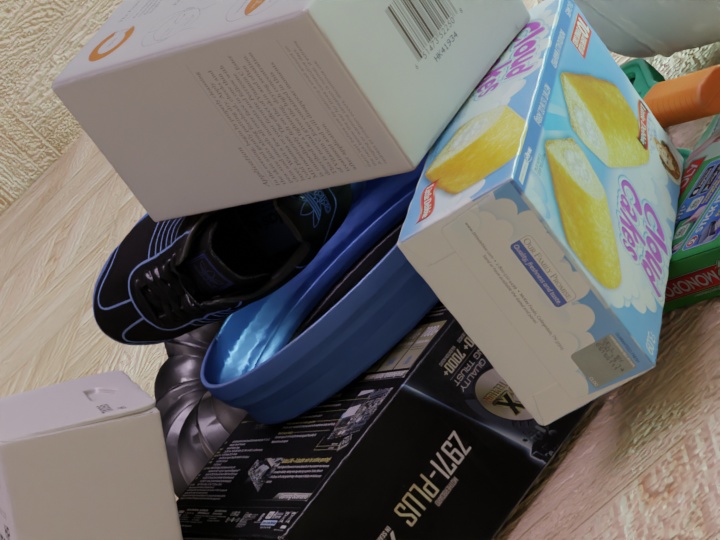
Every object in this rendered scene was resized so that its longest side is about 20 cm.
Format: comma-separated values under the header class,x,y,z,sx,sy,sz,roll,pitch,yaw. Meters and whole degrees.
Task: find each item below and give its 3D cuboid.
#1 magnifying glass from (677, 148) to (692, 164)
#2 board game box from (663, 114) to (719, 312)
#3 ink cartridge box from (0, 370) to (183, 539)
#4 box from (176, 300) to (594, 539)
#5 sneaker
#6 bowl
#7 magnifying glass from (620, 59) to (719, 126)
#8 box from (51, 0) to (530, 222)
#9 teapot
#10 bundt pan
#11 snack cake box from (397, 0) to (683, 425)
class,x,y,z,sx,sy,sz,roll,pitch,yaw
magnifying glass,0.156,-0.053,1.274,0.080,0.022,0.200,-42,14,19
board game box,0.213,-0.068,1.134,0.200,0.029,0.134,-54,15,-27
ink cartridge box,-0.133,0.162,1.151,0.084,0.201,0.145,-11,7,-14
box,0.002,0.101,1.166,0.164,0.086,0.200,-51,14,-19
sneaker,-0.085,-0.006,1.237,0.200,0.070,0.078,-34,9,35
bowl,0.000,0.000,1.198,0.201,0.039,0.201,-42,13,12
magnifying glass,0.152,-0.087,1.249,0.080,0.022,0.200,-51,12,-12
box,-0.037,-0.110,1.151,0.200,0.098,0.125,-8,36,47
teapot,0.155,-0.191,1.331,0.146,0.200,0.197,-52,23,11
bundt pan,-0.064,0.054,1.364,0.202,0.076,0.202,-51,27,40
snack cake box,0.091,-0.034,1.094,0.067,0.115,0.200,-30,21,26
